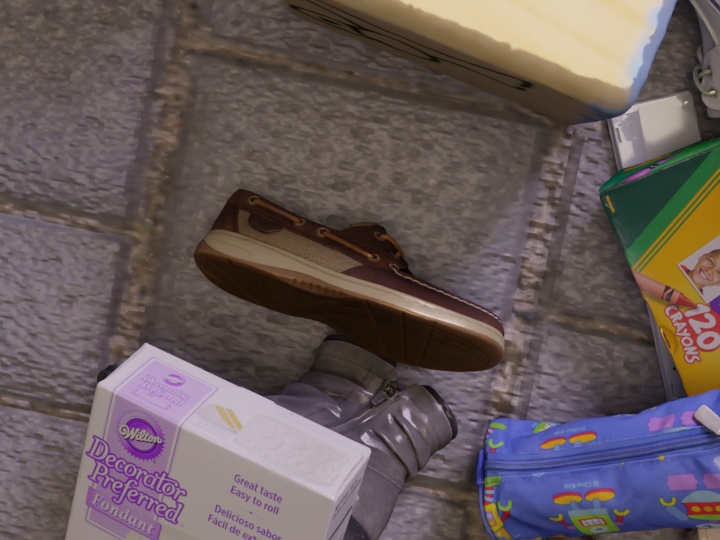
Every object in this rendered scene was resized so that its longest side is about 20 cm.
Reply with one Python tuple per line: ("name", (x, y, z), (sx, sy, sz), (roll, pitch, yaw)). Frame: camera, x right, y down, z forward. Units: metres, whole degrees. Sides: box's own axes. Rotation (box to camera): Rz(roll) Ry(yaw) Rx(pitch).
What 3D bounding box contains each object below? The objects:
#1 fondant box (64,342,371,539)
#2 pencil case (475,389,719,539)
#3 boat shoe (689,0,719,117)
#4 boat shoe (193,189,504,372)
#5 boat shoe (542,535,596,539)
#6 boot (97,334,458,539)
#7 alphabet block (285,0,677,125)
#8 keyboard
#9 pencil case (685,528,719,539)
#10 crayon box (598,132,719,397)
("fondant box", (-0.091, 0.161, 0.731), (0.144, 0.058, 0.201), (23, 116, 13))
("pencil case", (0.162, 0.114, 0.763), (0.199, 0.087, 0.078), (-12, 57, 30))
("boat shoe", (0.234, -0.117, 0.785), (0.067, 0.074, 0.200), (-39, 88, 24))
("boat shoe", (0.000, 0.000, 0.799), (0.199, 0.072, 0.072), (18, 63, 14))
("boat shoe", (0.161, 0.254, 0.820), (0.072, 0.076, 0.201), (-29, 92, 6))
("boot", (-0.051, 0.087, 0.801), (0.200, 0.070, 0.132), (34, 57, 5))
("alphabet block", (0.077, -0.207, 0.724), (0.199, 0.195, 0.197), (21, 93, -2))
("keyboard", (0.204, -0.010, 0.829), (0.056, 0.011, 0.201), (-13, 95, -3))
("pencil case", (0.300, 0.157, 0.807), (0.199, 0.090, 0.078), (-12, 66, 2))
("crayon box", (0.239, 0.015, 0.770), (0.118, 0.058, 0.201), (-22, 97, 32))
